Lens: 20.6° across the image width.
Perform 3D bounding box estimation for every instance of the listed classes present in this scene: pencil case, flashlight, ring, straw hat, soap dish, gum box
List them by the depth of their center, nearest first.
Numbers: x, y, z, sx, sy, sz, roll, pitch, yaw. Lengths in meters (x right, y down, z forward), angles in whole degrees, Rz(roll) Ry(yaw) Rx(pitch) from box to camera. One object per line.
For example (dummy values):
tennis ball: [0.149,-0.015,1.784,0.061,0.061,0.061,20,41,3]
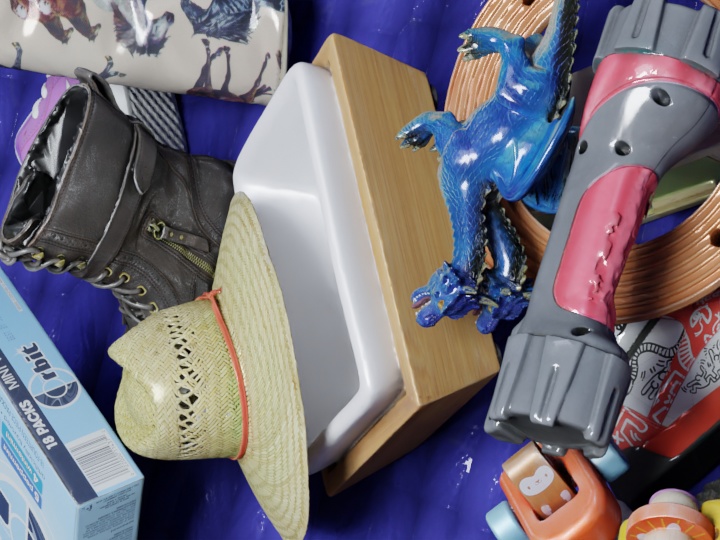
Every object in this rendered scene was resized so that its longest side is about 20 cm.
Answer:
flashlight: [0.114,-0.019,0.867,0.067,0.068,0.202,16,72,5]
ring: [0.127,-0.074,0.950,0.199,0.019,0.202,-8,75,33]
soap dish: [0.000,0.000,1.042,0.157,0.080,0.202,128,132,-61]
straw hat: [-0.090,0.059,1.055,0.084,0.201,0.203,-9,69,-12]
gum box: [-0.188,0.126,1.138,0.170,0.044,0.201,50,146,31]
pencil case: [-0.136,-0.151,1.143,0.078,0.198,0.090,-125,43,-77]

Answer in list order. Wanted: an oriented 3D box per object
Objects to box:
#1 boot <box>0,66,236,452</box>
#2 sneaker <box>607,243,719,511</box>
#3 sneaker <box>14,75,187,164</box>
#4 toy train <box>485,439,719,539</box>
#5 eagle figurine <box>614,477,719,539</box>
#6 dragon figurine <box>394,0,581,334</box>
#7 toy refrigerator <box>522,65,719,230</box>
boot: [-0.142,0.000,1.119,0.069,0.174,0.202,16,89,36]
sneaker: [0.174,0.016,0.961,0.201,0.067,0.108,-44,62,23]
sneaker: [-0.178,-0.129,1.236,0.114,0.072,0.202,-19,70,34]
toy train: [0.140,0.074,0.857,0.199,0.056,0.151,-36,34,12]
eagle figurine: [0.187,0.152,0.894,0.200,0.150,0.153,-35,52,36]
dragon figurine: [0.082,-0.063,0.931,0.201,0.059,0.100,-53,57,16]
toy refrigerator: [0.161,-0.070,0.983,0.199,0.076,0.071,-20,69,30]
